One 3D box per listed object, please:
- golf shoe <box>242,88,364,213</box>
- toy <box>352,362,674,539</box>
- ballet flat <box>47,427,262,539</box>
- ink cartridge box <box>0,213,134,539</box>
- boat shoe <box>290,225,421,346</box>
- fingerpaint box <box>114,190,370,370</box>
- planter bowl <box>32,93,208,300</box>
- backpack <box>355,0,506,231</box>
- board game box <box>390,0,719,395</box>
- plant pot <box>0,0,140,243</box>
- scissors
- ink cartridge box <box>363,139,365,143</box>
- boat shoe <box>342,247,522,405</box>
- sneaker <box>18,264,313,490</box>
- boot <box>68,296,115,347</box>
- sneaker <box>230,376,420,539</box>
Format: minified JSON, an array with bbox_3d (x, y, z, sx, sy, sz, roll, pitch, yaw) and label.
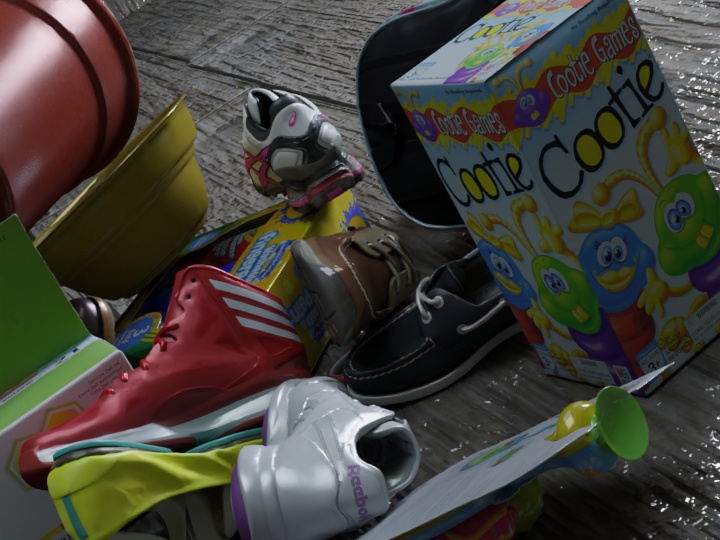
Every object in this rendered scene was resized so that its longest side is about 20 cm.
[{"bbox_3d":[-0.055,-0.104,1.337,0.072,0.092,0.200,-31,14,-10],"label":"golf shoe"},{"bbox_3d":[0.066,0.116,0.859,0.115,0.047,0.200,-29,-7,-47],"label":"toy"},{"bbox_3d":[-0.106,0.134,1.035,0.067,0.067,0.200,-27,-17,31],"label":"ballet flat"},{"bbox_3d":[-0.225,0.088,1.141,0.148,0.201,0.076,-35,20,-16],"label":"ink cartridge box"},{"bbox_3d":[0.000,0.000,1.153,0.071,0.076,0.200,-25,5,1],"label":"boat shoe"},{"bbox_3d":[-0.094,0.027,1.301,0.166,0.074,0.200,-20,21,28],"label":"fingerpaint box"},{"bbox_3d":[-0.178,-0.038,1.344,0.200,0.083,0.200,-43,11,10],"label":"planter bowl"},{"bbox_3d":[0.100,-0.120,1.238,0.199,0.179,0.150,-14,4,35],"label":"backpack"},{"bbox_3d":[0.122,-0.046,0.973,0.103,0.201,0.105,-37,20,-21],"label":"board game box"},{"bbox_3d":[-0.283,-0.099,1.248,0.200,0.201,0.196,-21,25,24],"label":"plant pot"},{"bbox_3d":[0.028,0.027,1.223,0.073,0.014,0.200,-23,19,26],"label":"scissors"},{"bbox_3d":[0.112,-0.122,1.389,0.199,0.067,0.116,-32,18,-6],"label":"ink cartridge box"},{"bbox_3d":[0.070,0.019,1.088,0.199,0.060,0.074,-25,36,14],"label":"boat shoe"},{"bbox_3d":[-0.132,0.067,1.118,0.199,0.116,0.078,-13,-19,-22],"label":"sneaker"},{"bbox_3d":[-0.272,0.087,1.186,0.072,0.166,0.201,34,95,48],"label":"boot"},{"bbox_3d":[-0.010,0.108,0.980,0.099,0.075,0.200,-11,12,9],"label":"sneaker"}]
